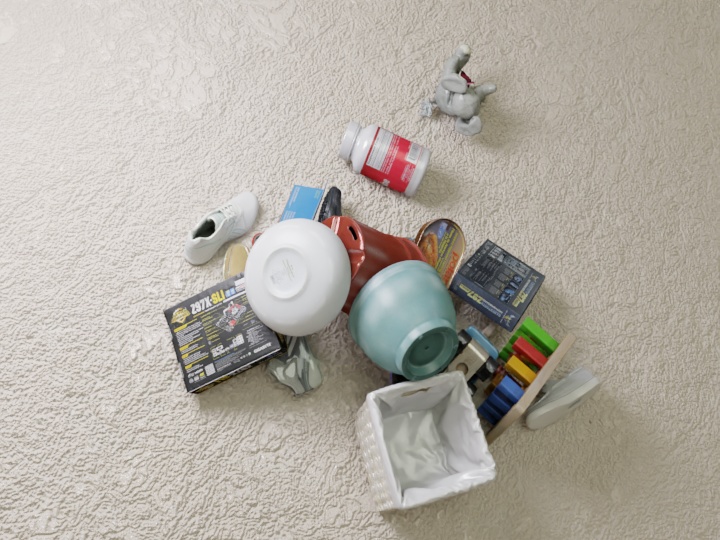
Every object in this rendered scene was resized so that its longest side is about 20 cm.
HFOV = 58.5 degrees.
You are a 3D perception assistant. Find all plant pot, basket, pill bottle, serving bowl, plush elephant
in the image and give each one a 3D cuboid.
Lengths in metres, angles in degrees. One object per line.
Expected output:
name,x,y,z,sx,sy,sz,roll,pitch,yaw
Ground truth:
plant pot,0.000,0.000,1.214,0.194,0.197,0.207,28,50,-50
basket,0.108,0.315,1.164,0.192,0.162,0.205,-10,68,-19
pill bottle,0.052,-0.256,1.443,0.195,0.113,0.115,24,61,-3
serving bowl,-0.117,0.008,1.094,0.194,0.066,0.207,-2,83,17
plant pot,0.092,0.105,1.135,0.195,0.205,0.135,-15,39,-21
plush elephant,0.252,-0.420,1.542,0.198,0.167,0.154,-37,37,-12

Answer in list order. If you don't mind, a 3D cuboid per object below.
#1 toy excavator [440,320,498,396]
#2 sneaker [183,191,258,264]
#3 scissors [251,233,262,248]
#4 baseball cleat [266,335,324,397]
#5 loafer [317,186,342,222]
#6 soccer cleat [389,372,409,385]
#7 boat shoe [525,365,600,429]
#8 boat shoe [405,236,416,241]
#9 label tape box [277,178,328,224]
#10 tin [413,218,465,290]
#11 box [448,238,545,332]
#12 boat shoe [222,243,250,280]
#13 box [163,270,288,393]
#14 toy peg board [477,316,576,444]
toy excavator,0.237,0.155,1.317,0.100,0.200,0.196,41,103,6
sneaker,-0.275,-0.096,1.298,0.070,0.081,0.201,38,60,7
scissors,-0.178,0.015,1.311,0.071,0.014,0.206,-3,68,-20
baseball cleat,-0.145,0.139,1.227,0.104,0.070,0.204,-21,73,-23
loafer,-0.056,-0.078,1.359,0.068,0.068,0.207,12,68,-18
soccer cleat,0.077,0.151,1.295,0.067,0.072,0.207,8,79,-36
boat shoe,0.408,0.257,1.331,0.196,0.073,0.069,-27,52,-18
boat shoe,0.073,-0.049,1.380,0.194,0.062,0.075,0,65,-16
label tape box,-0.132,-0.083,1.248,0.064,0.201,0.146,22,60,-7
tin,0.149,-0.011,1.353,0.110,0.042,0.204,27,85,-14
box,0.292,0.026,1.357,0.156,0.052,0.199,33,37,14
boat shoe,-0.228,0.032,1.252,0.069,0.076,0.206,-4,67,-17
box,-0.247,0.110,1.171,0.196,0.049,0.163,-25,73,7
toy peg board,0.296,0.206,1.250,0.097,0.202,0.199,39,61,15
